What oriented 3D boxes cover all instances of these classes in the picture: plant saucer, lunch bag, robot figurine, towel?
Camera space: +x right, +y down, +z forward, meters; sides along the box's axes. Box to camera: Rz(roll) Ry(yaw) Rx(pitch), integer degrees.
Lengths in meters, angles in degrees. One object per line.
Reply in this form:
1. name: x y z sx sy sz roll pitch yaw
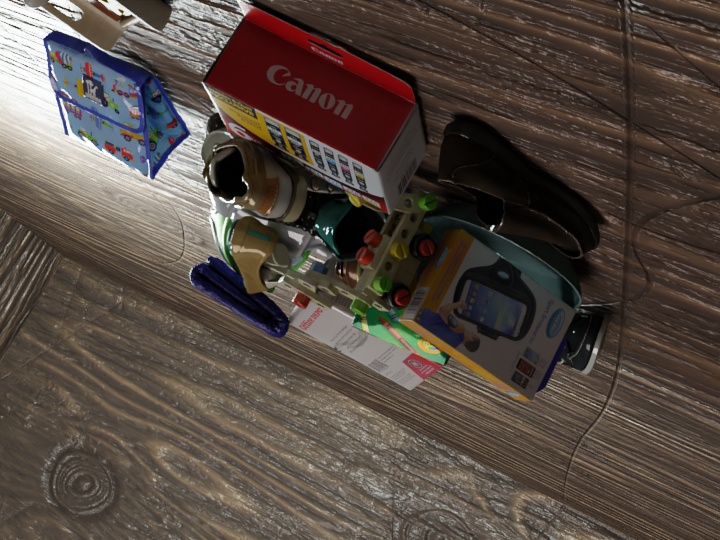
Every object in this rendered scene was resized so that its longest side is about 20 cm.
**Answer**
1. plant saucer: 0.165 -0.022 1.538 0.200 0.036 0.200 28 168 7
2. lunch bag: -0.319 -0.231 1.766 0.150 0.094 0.200 27 156 17
3. robot figurine: -0.104 -0.093 1.702 0.200 0.113 0.170 30 155 -4
4. towel: -0.155 0.035 1.818 0.147 0.050 0.200 32 176 -2

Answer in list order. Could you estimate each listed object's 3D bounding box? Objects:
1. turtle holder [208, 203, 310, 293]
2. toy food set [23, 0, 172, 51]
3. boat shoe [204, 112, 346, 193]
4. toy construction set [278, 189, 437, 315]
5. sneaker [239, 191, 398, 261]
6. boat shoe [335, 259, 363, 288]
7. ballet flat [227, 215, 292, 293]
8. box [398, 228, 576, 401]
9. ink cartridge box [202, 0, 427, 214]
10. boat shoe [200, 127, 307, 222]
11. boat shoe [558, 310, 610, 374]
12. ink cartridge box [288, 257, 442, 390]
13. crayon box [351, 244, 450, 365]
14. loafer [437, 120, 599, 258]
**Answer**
1. turtle holder: -0.151 -0.071 1.867 0.185 0.141 0.132 30 -173 -40
2. toy food set: -0.295 -0.289 1.457 0.143 0.061 0.200 35 168 -24
3. boat shoe: -0.076 -0.143 1.558 0.200 0.076 0.074 19 -161 16
4. toy construction set: 0.008 -0.031 1.477 0.131 0.200 0.092 36 178 -29
5. sneaker: -0.049 -0.065 1.574 0.199 0.084 0.121 6 -160 -9
6. boat shoe: 0.000 0.000 1.690 0.067 0.072 0.200 14 178 11
7. ballet flat: -0.113 -0.009 1.643 0.063 0.069 0.200 16 168 9
8. box: 0.151 0.056 1.519 0.200 0.119 0.041 33 166 -20
9. ink cartridge box: -0.045 -0.158 1.342 0.200 0.084 0.176 28 169 14
10. boat shoe: -0.129 -0.111 1.456 0.068 0.075 0.200 11 -167 -34
11. boat shoe: 0.260 0.086 1.679 0.060 0.076 0.200 23 168 4
12. ink cartridge box: 0.019 0.067 1.858 0.200 0.084 0.145 29 157 -6
13. crayon box: 0.080 0.030 1.629 0.119 0.058 0.200 22 -154 10
14. loafer: 0.144 -0.063 1.316 0.200 0.071 0.073 35 168 -22
